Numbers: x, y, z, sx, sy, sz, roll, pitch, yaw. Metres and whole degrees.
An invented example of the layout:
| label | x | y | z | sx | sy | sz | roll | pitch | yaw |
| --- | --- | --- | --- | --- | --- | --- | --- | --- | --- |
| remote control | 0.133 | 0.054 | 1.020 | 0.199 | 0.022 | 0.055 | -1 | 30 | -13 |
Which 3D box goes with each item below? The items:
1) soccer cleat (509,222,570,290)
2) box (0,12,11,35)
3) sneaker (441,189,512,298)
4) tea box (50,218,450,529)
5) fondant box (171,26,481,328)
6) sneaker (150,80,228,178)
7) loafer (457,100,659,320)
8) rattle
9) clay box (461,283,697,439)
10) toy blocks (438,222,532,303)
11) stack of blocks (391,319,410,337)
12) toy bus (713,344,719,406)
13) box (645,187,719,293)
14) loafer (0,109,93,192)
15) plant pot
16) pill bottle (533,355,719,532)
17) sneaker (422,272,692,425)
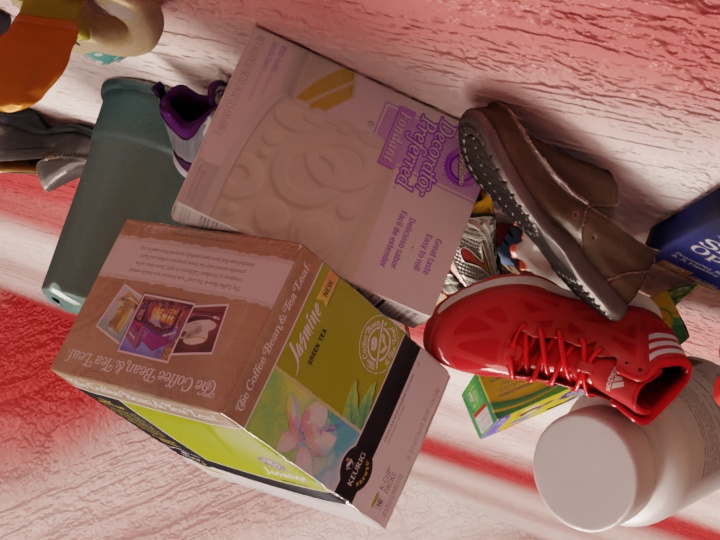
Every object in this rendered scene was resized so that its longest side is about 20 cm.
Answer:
| label | x | y | z | sx | sy | sz | roll | pitch | yaw |
| --- | --- | --- | --- | --- | --- | --- | --- | --- | --- |
| soccer cleat | 0.179 | 0.000 | 1.227 | 0.077 | 0.070 | 0.200 | -2 | 160 | 22 |
| box | -0.433 | -0.162 | 1.323 | 0.195 | 0.202 | 0.124 | 26 | 165 | -15 |
| sneaker | 0.085 | -0.022 | 1.226 | 0.200 | 0.082 | 0.078 | 42 | -164 | -39 |
| tea box | -0.079 | 0.074 | 1.133 | 0.199 | 0.135 | 0.197 | 9 | 157 | 44 |
| fondant box | -0.018 | -0.066 | 1.118 | 0.198 | 0.146 | 0.058 | 24 | 165 | -6 |
| sneaker | -0.081 | -0.108 | 1.236 | 0.198 | 0.075 | 0.088 | 6 | 140 | 30 |
| loafer | 0.141 | -0.053 | 1.092 | 0.200 | 0.071 | 0.073 | 48 | 175 | -31 |
| rattle | -0.220 | -0.152 | 1.156 | 0.129 | 0.145 | 0.200 | 7 | 166 | -17 |
| clay box | 0.186 | 0.075 | 1.275 | 0.198 | 0.048 | 0.115 | -21 | 168 | -7 |
| toy blocks | 0.101 | 0.010 | 1.378 | 0.199 | 0.100 | 0.137 | 6 | 147 | 50 |
| stack of blocks | 0.000 | 0.000 | 1.317 | 0.058 | 0.116 | 0.200 | -13 | -164 | 2 |
| toy bus | 0.323 | 0.112 | 1.029 | 0.190 | 0.203 | 0.136 | 8 | 169 | -6 |
| box | 0.282 | -0.014 | 1.066 | 0.120 | 0.033 | 0.200 | 24 | 166 | -4 |
| loafer | -0.306 | -0.112 | 1.593 | 0.198 | 0.073 | 0.073 | 15 | 164 | 28 |
| plant pot | -0.183 | -0.039 | 1.399 | 0.198 | 0.198 | 0.200 | 22 | 166 | 6 |
| pill bottle | 0.222 | 0.138 | 1.214 | 0.113 | 0.116 | 0.199 | 14 | -166 | 35 |
| sneaker | 0.153 | 0.059 | 1.132 | 0.198 | 0.079 | 0.116 | -4 | -156 | -16 |
